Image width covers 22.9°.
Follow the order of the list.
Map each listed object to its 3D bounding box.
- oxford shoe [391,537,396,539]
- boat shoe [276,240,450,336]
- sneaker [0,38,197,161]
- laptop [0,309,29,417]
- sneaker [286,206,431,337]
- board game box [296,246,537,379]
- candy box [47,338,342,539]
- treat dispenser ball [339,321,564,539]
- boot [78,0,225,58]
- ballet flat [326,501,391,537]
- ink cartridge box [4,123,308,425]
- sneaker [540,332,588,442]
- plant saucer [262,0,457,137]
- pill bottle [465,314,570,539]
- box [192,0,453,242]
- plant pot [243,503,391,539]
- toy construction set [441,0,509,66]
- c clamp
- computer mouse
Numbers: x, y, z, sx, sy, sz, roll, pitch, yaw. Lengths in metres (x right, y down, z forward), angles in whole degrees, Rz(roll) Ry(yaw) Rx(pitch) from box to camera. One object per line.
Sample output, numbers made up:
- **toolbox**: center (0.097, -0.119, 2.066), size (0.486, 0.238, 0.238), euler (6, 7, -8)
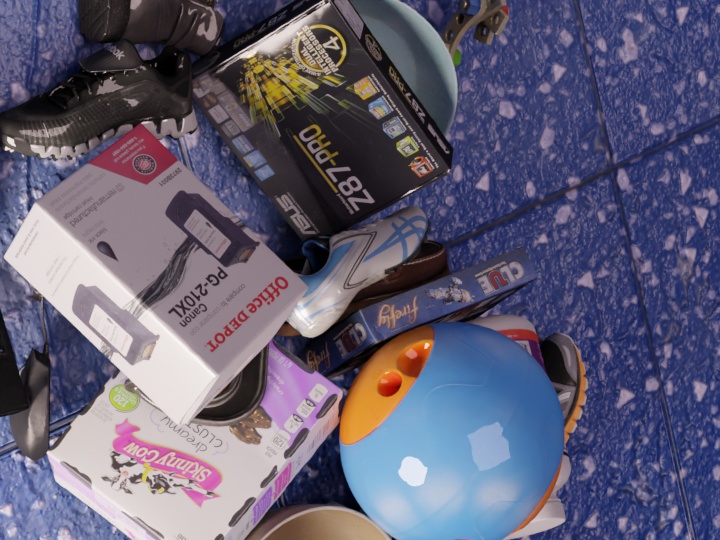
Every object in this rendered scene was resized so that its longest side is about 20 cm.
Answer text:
- **oxford shoe**: center (0.019, 0.335, 1.703), size (0.071, 0.073, 0.201), euler (29, 96, -28)
- **boat shoe**: center (0.000, 0.000, 1.660), size (0.199, 0.070, 0.071), euler (-19, 108, -33)
- **sneaker**: center (-0.219, -0.149, 1.481), size (0.199, 0.066, 0.091), euler (-13, 125, -38)
- **laptop**: center (-0.349, 0.020, 1.383), size (0.176, 0.103, 0.202), euler (-11, 77, -34)
- **sneaker**: center (-0.005, -0.014, 1.575), size (0.073, 0.072, 0.200), euler (55, 45, -4)
- **board game box**: center (0.053, 0.043, 1.663), size (0.199, 0.135, 0.035), euler (-20, 80, -33)
- **candy box**: center (-0.139, 0.141, 1.513), size (0.167, 0.072, 0.200), euler (34, 67, 13)
- **treat dispenser ball**: center (0.080, 0.146, 1.557), size (0.199, 0.200, 0.203), euler (-3, 95, -36)
- **boot**: center (-0.172, -0.288, 1.528), size (0.131, 0.070, 0.202), euler (-2, 105, -39)
- **ballet flat**: center (0.009, 0.221, 1.694), size (0.072, 0.068, 0.201), euler (35, 72, -11)
- **ink cartridge box**: center (-0.162, 0.002, 1.435), size (0.200, 0.084, 0.145), euler (43, 45, 2)
- **sneaker**: center (0.167, 0.154, 1.793), size (0.077, 0.078, 0.202), euler (25, 76, -23)
- **plant saucer**: center (-0.011, -0.170, 1.608), size (0.202, 0.200, 0.039), euler (53, 22, -26)
- **pill bottle**: center (0.135, 0.151, 1.705), size (0.112, 0.112, 0.202), euler (0, 69, -36)
- **box**: center (-0.035, -0.136, 1.579), size (0.201, 0.160, 0.049), euler (53, 25, -25)
- **plant pot**: center (-0.073, 0.300, 1.589), size (0.199, 0.134, 0.203), euler (-3, 96, -35)
- **toy construction set**: center (0.044, -0.236, 1.672), size (0.198, 0.092, 0.133), euler (6, 90, -25)
- **c clamp**: center (-0.157, 0.038, 1.507), size (0.169, 0.027, 0.202), euler (4, 63, -16)
- **computer mouse**: center (-0.275, 0.058, 1.479), size (0.034, 0.059, 0.202), euler (1, 89, -9)
